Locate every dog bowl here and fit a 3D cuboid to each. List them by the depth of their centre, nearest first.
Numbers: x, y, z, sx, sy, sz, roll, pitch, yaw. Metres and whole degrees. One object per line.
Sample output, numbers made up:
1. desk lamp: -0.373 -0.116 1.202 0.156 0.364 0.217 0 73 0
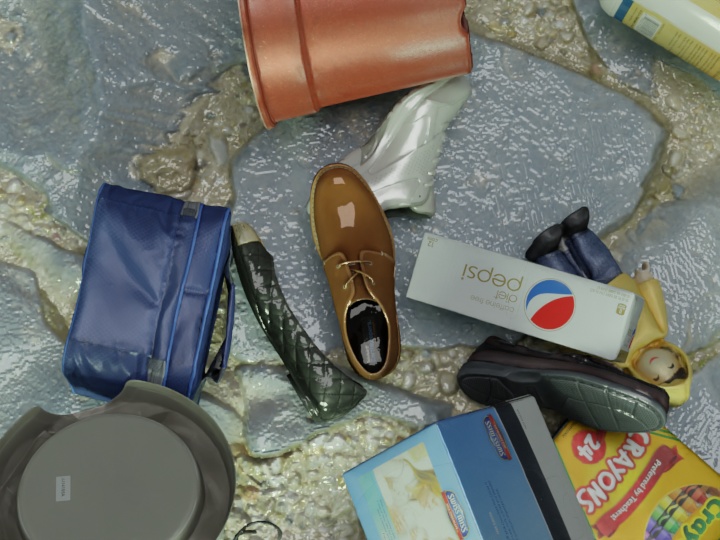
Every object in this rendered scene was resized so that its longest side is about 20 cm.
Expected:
1. dog bowl: -0.196 0.184 1.136 0.199 0.059 0.201 0 51 0

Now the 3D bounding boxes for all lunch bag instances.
1. lunch bag: -0.175 0.036 1.252 0.132 0.136 0.201 9 74 -2

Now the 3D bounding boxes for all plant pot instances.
1. plant pot: -0.002 -0.239 1.308 0.194 0.201 0.202 -7 73 4

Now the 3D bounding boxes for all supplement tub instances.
1. supplement tub: 0.350 -0.270 1.404 0.200 0.145 0.145 32 72 4

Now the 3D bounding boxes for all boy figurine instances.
1. boy figurine: 0.231 0.045 1.332 0.124 0.064 0.200 -28 73 -15

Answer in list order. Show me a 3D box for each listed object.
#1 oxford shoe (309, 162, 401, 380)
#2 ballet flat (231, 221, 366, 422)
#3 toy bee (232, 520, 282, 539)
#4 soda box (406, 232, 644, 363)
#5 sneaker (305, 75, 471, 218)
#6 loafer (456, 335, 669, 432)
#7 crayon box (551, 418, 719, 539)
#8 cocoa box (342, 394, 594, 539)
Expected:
1. oxford shoe: 0.000 0.000 1.287 0.071 0.071 0.201 -14 90 2
2. ballet flat: -0.062 0.043 1.300 0.057 0.066 0.200 -28 85 -6
3. toy bee: -0.167 0.277 1.164 0.131 0.200 0.109 33 36 -36
4. soda box: 0.147 0.024 1.289 0.199 0.068 0.064 16 90 19
5. sneaker: 0.045 -0.099 1.360 0.099 0.078 0.200 44 82 1
6. loafer: 0.182 0.092 1.272 0.199 0.072 0.063 7 51 33
7. crayon box: 0.252 0.209 1.288 0.200 0.051 0.127 41 72 7
8. cocoa box: 0.100 0.227 1.198 0.131 0.133 0.201 -8 71 -44
